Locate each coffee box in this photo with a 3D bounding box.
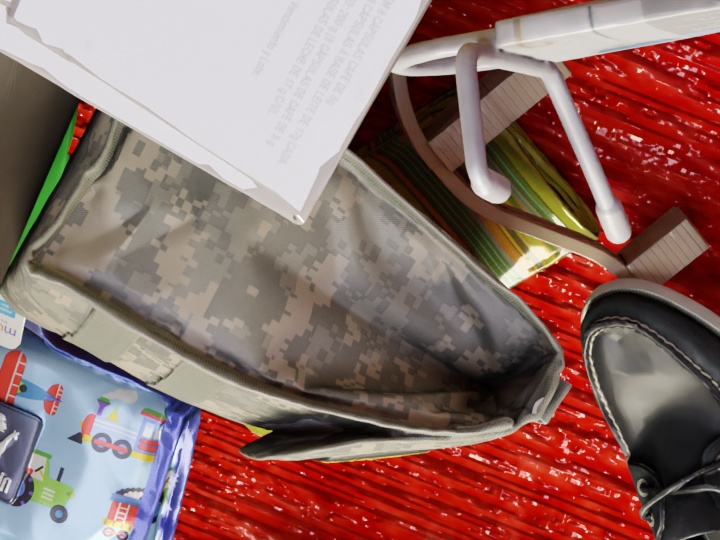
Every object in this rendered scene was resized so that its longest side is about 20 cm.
[{"bbox_3d":[-0.047,-0.173,1.003,0.200,0.198,0.200,30,110,-4],"label":"coffee box"}]

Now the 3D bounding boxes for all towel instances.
[{"bbox_3d":[0.000,0.000,1.238,0.200,0.018,0.086,-33,108,32],"label":"towel"}]

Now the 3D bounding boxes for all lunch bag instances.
[{"bbox_3d":[-0.159,0.098,1.323,0.150,0.094,0.200,20,115,8],"label":"lunch bag"},{"bbox_3d":[-0.027,0.012,1.132,0.200,0.164,0.118,29,83,-8],"label":"lunch bag"}]

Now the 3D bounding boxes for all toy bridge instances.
[{"bbox_3d":[0.050,-0.065,1.156,0.067,0.027,0.200,-39,107,4],"label":"toy bridge"}]

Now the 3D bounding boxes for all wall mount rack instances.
[{"bbox_3d":[0.118,-0.056,1.041,0.200,0.174,0.075,-8,86,21],"label":"wall mount rack"}]

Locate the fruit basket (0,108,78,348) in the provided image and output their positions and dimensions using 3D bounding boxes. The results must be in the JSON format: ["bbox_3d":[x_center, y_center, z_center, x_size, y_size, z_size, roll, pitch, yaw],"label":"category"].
[{"bbox_3d":[-0.212,-0.078,1.226,0.200,0.094,0.185,27,128,18],"label":"fruit basket"}]

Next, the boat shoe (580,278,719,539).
[{"bbox_3d":[0.145,0.095,1.171,0.074,0.066,0.199,-20,110,41],"label":"boat shoe"}]

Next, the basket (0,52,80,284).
[{"bbox_3d":[-0.186,-0.026,1.079,0.136,0.180,0.200,28,89,-30],"label":"basket"}]
